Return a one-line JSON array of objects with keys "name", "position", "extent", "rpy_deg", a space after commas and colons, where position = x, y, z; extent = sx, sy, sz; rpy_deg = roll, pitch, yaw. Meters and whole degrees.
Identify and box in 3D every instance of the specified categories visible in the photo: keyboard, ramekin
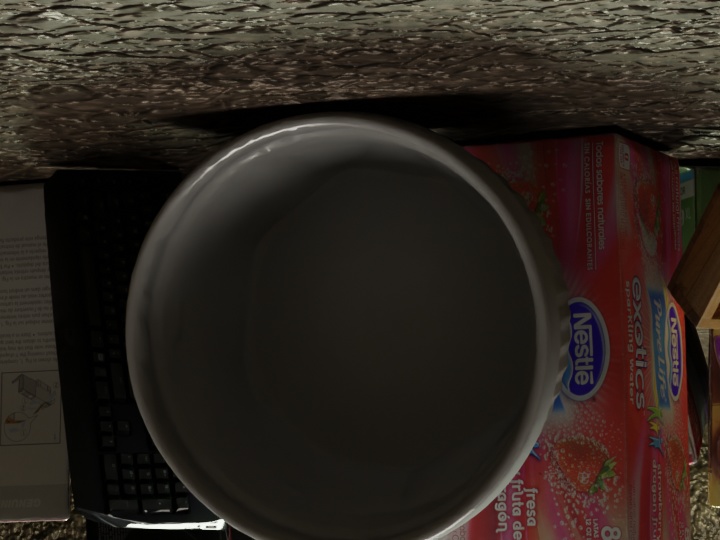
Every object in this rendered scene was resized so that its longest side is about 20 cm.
[{"name": "keyboard", "position": [-0.087, 0.036, 1.347], "extent": [0.127, 0.201, 0.021], "rpy_deg": [3, 148, -21]}, {"name": "ramekin", "position": [0.003, 0.026, 1.258], "extent": [0.199, 0.201, 0.105], "rpy_deg": [-3, -177, 18]}]

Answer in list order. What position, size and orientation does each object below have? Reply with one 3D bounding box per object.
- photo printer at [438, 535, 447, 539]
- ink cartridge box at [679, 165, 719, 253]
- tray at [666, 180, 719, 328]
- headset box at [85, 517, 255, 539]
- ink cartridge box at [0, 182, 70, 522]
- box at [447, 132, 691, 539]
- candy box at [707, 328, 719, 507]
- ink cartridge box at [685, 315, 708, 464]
[{"name": "photo printer", "position": [0.042, 0.062, 1.443], "extent": [0.199, 0.167, 0.069], "rpy_deg": [-20, -171, -14]}, {"name": "ink cartridge box", "position": [0.207, -0.021, 1.460], "extent": [0.199, 0.060, 0.104], "rpy_deg": [0, 175, -11]}, {"name": "tray", "position": [0.256, -0.018, 1.350], "extent": [0.199, 0.099, 0.037], "rpy_deg": [3, -144, -30]}, {"name": "headset box", "position": [-0.080, 0.111, 1.467], "extent": [0.075, 0.149, 0.200], "rpy_deg": [-10, 159, 14]}, {"name": "ink cartridge box", "position": [-0.235, 0.047, 1.458], "extent": [0.199, 0.177, 0.045], "rpy_deg": [-3, 173, 18]}, {"name": "box", "position": [0.101, 0.040, 1.341], "extent": [0.094, 0.201, 0.103], "rpy_deg": [-4, 173, 24]}, {"name": "candy box", "position": [0.230, 0.051, 1.590], "extent": [0.056, 0.117, 0.200], "rpy_deg": [1, -166, 7]}, {"name": "ink cartridge box", "position": [0.125, 0.073, 1.609], "extent": [0.147, 0.086, 0.200], "rpy_deg": [-18, -176, 13]}]
